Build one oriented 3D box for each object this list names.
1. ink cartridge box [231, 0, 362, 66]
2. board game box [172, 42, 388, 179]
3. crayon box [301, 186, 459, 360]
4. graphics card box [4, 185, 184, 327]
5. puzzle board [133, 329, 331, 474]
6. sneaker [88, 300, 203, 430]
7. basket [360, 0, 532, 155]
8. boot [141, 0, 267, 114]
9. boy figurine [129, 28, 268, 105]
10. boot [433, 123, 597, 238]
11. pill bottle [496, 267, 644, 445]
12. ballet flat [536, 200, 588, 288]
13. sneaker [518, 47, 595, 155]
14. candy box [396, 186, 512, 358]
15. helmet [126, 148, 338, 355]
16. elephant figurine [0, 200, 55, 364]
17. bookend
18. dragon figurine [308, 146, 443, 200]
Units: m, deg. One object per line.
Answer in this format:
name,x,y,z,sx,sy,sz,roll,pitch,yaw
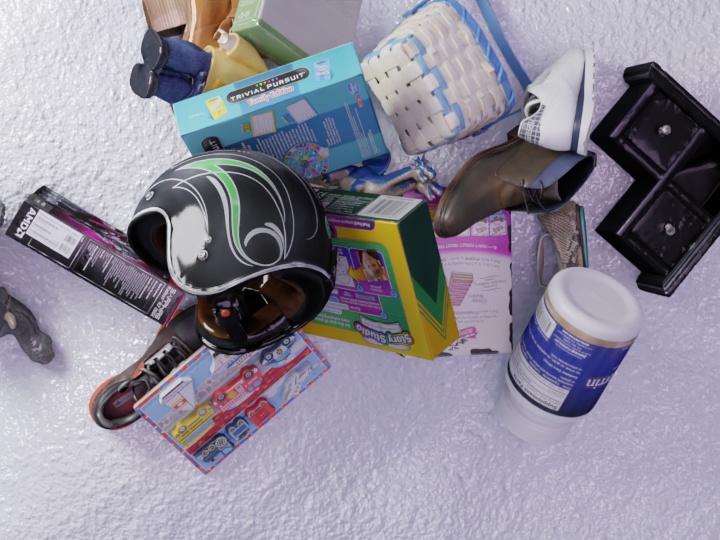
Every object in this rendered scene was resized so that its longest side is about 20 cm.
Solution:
ink cartridge box,-0.058,-0.324,1.386,0.145,0.048,0.200,30,65,-43
board game box,-0.082,-0.153,1.327,0.200,0.151,0.047,-18,60,2
crayon box,0.000,0.000,1.361,0.058,0.200,0.173,-40,125,-37
graphics card box,-0.287,-0.018,1.368,0.200,0.125,0.051,30,97,-10
puzzle board,-0.143,0.135,1.421,0.200,0.017,0.151,-41,132,-4
sneaker,-0.226,0.117,1.411,0.200,0.082,0.077,-45,100,-3
basket,0.105,-0.237,1.417,0.200,0.139,0.177,-34,98,-33
boot,-0.150,-0.239,1.406,0.155,0.077,0.200,-16,91,-12
boy figurine,-0.149,-0.196,1.334,0.200,0.064,0.124,13,111,-35
boot,0.175,-0.095,1.382,0.200,0.097,0.075,-43,137,-22
pill bottle,0.237,0.104,1.432,0.116,0.116,0.200,15,127,-10
ballet flat,0.256,0.017,1.498,0.075,0.068,0.200,-14,93,14
sneaker,0.227,-0.205,1.414,0.080,0.200,0.077,4,124,9
candy box,0.109,0.000,1.466,0.136,0.061,0.200,-2,94,-11
helmet,-0.132,-0.032,1.267,0.200,0.200,0.191,-22,60,-7
elephant figurine,-0.444,0.027,1.353,0.155,0.142,0.200,7,112,18
bookend,0.347,-0.110,1.480,0.200,0.092,0.199,41,88,-9
dragon figurine,0.007,-0.109,1.410,0.099,0.200,0.059,-38,129,-23
